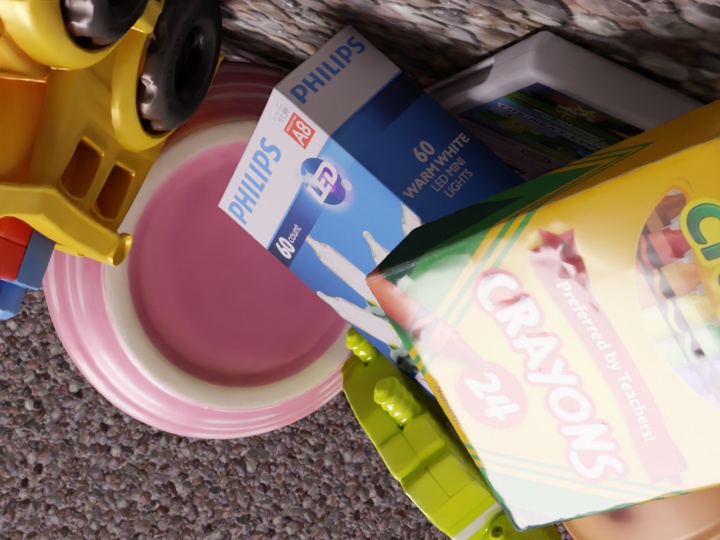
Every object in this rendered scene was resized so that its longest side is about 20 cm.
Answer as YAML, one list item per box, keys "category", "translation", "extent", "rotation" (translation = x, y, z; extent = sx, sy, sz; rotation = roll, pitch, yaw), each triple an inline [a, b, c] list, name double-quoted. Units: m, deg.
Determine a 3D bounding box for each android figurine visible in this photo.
- category: "android figurine"
  translation: [0.056, 0.102, 0.740]
  extent: [0.200, 0.041, 0.182]
  rotation: [48, -172, -34]

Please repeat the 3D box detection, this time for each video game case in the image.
- category: "video game case"
  translation: [0.132, -0.048, 0.659]
  extent: [0.198, 0.022, 0.182]
  rotation: [22, 173, -14]

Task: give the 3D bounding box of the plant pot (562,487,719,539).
- category: "plant pot"
  translation: [0.168, 0.067, 0.824]
  extent: [0.140, 0.201, 0.199]
  rotation: [40, 164, -26]

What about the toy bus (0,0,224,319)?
- category: "toy bus"
  translation: [-0.164, -0.067, 0.614]
  extent: [0.134, 0.194, 0.200]
  rotation: [19, 172, 14]

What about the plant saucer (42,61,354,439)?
- category: "plant saucer"
  translation: [-0.064, -0.006, 0.746]
  extent: [0.199, 0.202, 0.051]
  rotation: [22, -178, -21]

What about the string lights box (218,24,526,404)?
- category: "string lights box"
  translation: [0.037, -0.005, 0.652]
  extent: [0.200, 0.059, 0.103]
  rotation: [41, 146, 5]

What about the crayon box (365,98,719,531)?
- category: "crayon box"
  translation: [0.111, 0.016, 0.527]
  extent: [0.199, 0.051, 0.128]
  rotation: [-24, 103, 41]
